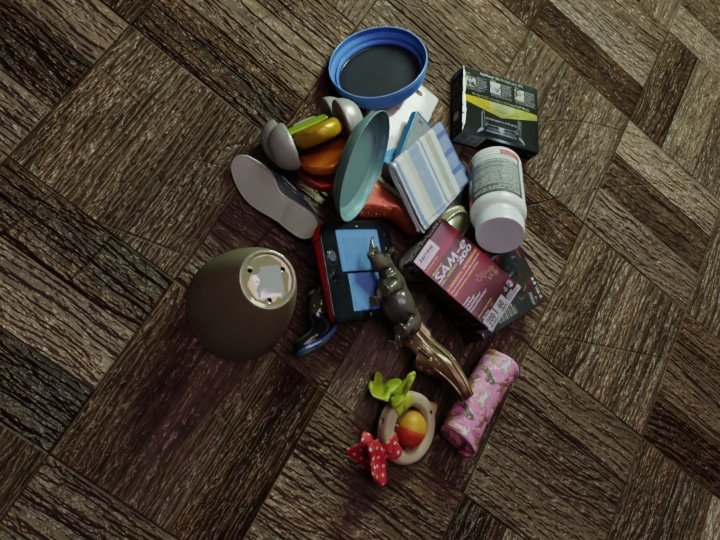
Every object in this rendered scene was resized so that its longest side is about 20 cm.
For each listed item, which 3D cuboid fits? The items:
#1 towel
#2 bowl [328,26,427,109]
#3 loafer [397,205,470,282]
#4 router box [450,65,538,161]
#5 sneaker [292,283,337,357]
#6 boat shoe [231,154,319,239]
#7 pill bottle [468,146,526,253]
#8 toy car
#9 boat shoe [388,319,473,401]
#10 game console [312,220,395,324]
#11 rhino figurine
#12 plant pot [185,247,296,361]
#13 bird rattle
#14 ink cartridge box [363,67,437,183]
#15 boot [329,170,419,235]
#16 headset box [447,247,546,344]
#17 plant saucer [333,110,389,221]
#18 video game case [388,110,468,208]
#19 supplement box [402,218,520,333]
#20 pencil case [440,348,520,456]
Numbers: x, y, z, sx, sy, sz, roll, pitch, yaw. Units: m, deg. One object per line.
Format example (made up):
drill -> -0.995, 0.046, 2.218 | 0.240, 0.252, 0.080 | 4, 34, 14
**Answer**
towel -> 0.134, -0.183, 1.429 | 0.200, 0.024, 0.149 | -45, 115, -41
bowl -> 0.035, -0.399, 1.461 | 0.196, 0.040, 0.204 | -5, 56, 7
loafer -> 0.157, -0.045, 1.445 | 0.200, 0.068, 0.076 | -48, 133, -20
router box -> 0.292, -0.339, 1.606 | 0.196, 0.052, 0.161 | 11, 71, -21
sneaker -> -0.072, 0.070, 1.326 | 0.082, 0.071, 0.202 | 36, 58, -10
boat shoe -> -0.154, -0.137, 1.359 | 0.199, 0.073, 0.062 | 41, 21, -1
pill bottle -> 0.272, -0.141, 1.474 | 0.112, 0.114, 0.203 | 22, 46, -17
toy car -> -0.078, -0.218, 1.339 | 0.172, 0.200, 0.153 | -25, 110, -10
boat shoe -> 0.129, 0.167, 1.374 | 0.067, 0.072, 0.201 | -38, 72, -9
game console -> 0.000, 0.000, 1.336 | 0.198, 0.031, 0.181 | -3, 76, -49
rhino figurine -> 0.054, 0.035, 1.327 | 0.087, 0.059, 0.204 | -27, 98, -56
plant pot -> -0.176, 0.039, 1.211 | 0.183, 0.200, 0.192 | 7, 73, -23
bird rattle -> 0.073, 0.284, 1.317 | 0.161, 0.112, 0.204 | 22, 70, -34
ink cartridge box -> 0.063, -0.290, 1.482 | 0.115, 0.068, 0.202 | 34, 65, -12
boot -> 0.031, -0.121, 1.426 | 0.199, 0.075, 0.108 | 41, 72, -4
headset box -> 0.251, 0.043, 1.471 | 0.197, 0.075, 0.151 | -25, 87, -27
plant saucer -> -0.001, -0.186, 1.302 | 0.027, 0.201, 0.202 | 21, 64, 15
video game case -> 0.140, -0.196, 1.471 | 0.199, 0.018, 0.145 | 40, 61, -38
supplement box -> 0.188, 0.012, 1.373 | 0.199, 0.061, 0.110 | 40, 75, -8
pencil case -> 0.227, 0.248, 1.402 | 0.086, 0.083, 0.201 | 35, 63, 7
